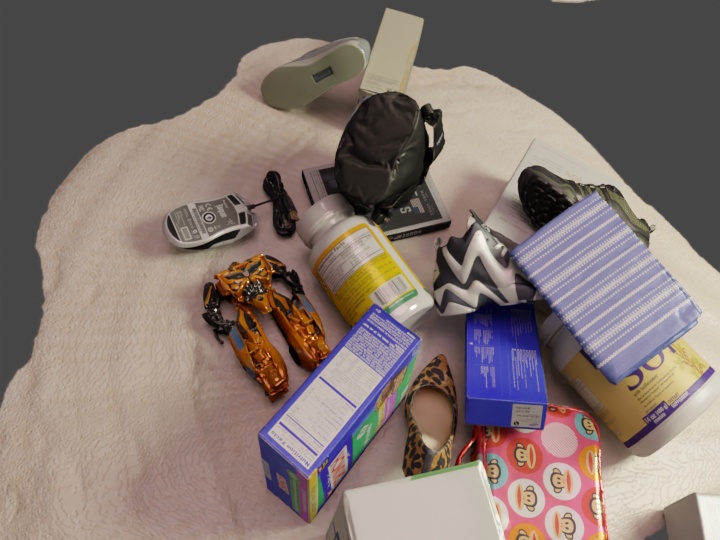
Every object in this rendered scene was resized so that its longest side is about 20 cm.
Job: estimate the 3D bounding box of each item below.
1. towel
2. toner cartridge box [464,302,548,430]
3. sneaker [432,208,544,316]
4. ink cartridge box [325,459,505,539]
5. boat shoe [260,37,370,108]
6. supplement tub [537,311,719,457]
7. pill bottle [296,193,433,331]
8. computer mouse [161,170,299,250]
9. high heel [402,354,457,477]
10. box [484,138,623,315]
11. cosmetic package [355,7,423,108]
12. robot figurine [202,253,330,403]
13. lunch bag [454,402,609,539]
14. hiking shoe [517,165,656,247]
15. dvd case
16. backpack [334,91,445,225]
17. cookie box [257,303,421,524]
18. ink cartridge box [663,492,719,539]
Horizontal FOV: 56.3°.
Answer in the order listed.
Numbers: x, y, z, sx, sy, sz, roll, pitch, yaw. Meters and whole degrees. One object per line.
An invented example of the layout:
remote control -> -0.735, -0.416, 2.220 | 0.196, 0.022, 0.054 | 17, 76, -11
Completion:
towel -> 0.294, 0.018, 0.813 | 0.143, 0.024, 0.202 | -33, 72, -7
toner cartridge box -> 0.179, 0.112, 0.851 | 0.093, 0.044, 0.201 | 4, 32, 7
sneaker -> 0.183, -0.021, 0.871 | 0.195, 0.079, 0.133 | -12, 88, 15
ink cartridge box -> 0.047, 0.277, 0.695 | 0.142, 0.201, 0.089 | -9, 62, -14
boat shoe -> -0.069, -0.322, 1.096 | 0.197, 0.071, 0.072 | -14, 26, 26
supplement tub -> 0.339, 0.117, 0.865 | 0.144, 0.146, 0.201 | -31, 67, -24
pill bottle -> 0.000, 0.000, 0.901 | 0.112, 0.113, 0.201 | -30, 72, -23
computer mouse -> -0.190, -0.076, 0.975 | 0.197, 0.044, 0.111 | -18, 67, -24
high heel -> 0.091, 0.168, 0.801 | 0.070, 0.144, 0.203 | 15, 58, 3
box -> 0.269, -0.066, 0.990 | 0.150, 0.107, 0.201 | 30, 59, 10
cosmetic package -> 0.046, -0.326, 1.123 | 0.072, 0.104, 0.203 | 16, 59, 1
robot figurine -> -0.122, 0.061, 0.887 | 0.143, 0.059, 0.201 | -26, 66, -23
lunch bag -> 0.196, 0.255, 0.797 | 0.172, 0.083, 0.204 | 10, 58, -1
hiking shoe -> 0.302, -0.082, 0.908 | 0.199, 0.076, 0.101 | 37, 51, 3
dvd case -> 0.023, -0.110, 1.034 | 0.196, 0.025, 0.153 | -14, 62, -15
backpack -> 0.037, -0.163, 0.940 | 0.125, 0.200, 0.169 | 33, 99, 9
cookie box -> -0.023, 0.166, 0.772 | 0.075, 0.173, 0.200 | 34, 61, 18
ink cartridge box -> 0.472, 0.348, 0.776 | 0.195, 0.085, 0.147 | 7, 58, -2
